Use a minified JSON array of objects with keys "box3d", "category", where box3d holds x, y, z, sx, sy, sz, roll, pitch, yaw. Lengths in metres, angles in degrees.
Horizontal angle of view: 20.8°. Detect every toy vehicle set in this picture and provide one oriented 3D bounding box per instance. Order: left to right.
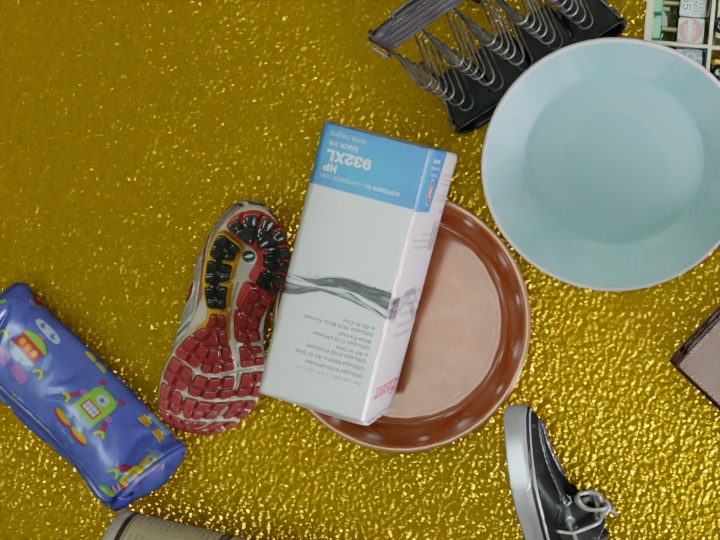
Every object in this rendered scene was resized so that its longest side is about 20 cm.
[{"box3d":[0.277,-0.198,1.477,0.124,0.027,0.201,5,93,8],"category":"toy vehicle set"}]

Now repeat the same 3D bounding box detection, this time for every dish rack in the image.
[{"box3d":[0.096,-0.174,1.416,0.153,0.200,0.055,-34,73,15],"category":"dish rack"}]

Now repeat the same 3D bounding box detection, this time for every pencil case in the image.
[{"box3d":[-0.229,0.101,1.529,0.200,0.078,0.087,44,57,7],"category":"pencil case"}]

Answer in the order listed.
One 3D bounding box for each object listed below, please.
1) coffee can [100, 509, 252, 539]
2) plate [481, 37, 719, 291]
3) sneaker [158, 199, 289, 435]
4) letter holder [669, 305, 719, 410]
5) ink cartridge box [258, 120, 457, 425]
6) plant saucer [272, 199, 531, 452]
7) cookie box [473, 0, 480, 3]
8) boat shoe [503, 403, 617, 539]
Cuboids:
[{"box3d":[-0.101,0.273,1.486,0.199,0.146,0.147,12,94,8],"category":"coffee can"},{"box3d":[0.190,-0.080,1.471,0.199,0.026,0.201,2,112,5],"category":"plate"},{"box3d":[-0.102,0.038,1.522,0.078,0.082,0.201,18,110,-12],"category":"sneaker"},{"box3d":[0.349,0.085,1.440,0.200,0.101,0.142,44,95,5],"category":"letter holder"},{"box3d":[0.000,0.000,1.432,0.083,0.145,0.201,15,94,8],"category":"ink cartridge box"},{"box3d":[0.032,0.039,1.518,0.200,0.032,0.201,0,91,8],"category":"plant saucer"},{"box3d":[0.080,-0.334,1.477,0.171,0.075,0.200,37,96,6],"category":"cookie box"},{"box3d":[0.159,0.193,1.482,0.068,0.074,0.200,-15,90,13],"category":"boat shoe"}]
